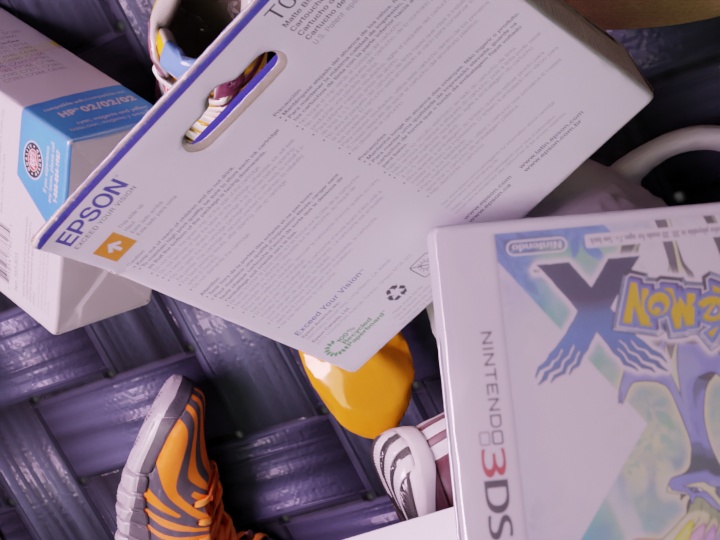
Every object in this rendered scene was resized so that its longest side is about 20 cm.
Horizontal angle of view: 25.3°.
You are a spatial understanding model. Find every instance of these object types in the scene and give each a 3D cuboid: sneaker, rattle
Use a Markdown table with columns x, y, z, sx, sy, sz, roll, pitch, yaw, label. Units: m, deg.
| x | y | z | sx | sy | sz | roll | pitch | yaw | label |
| --- | --- | --- | --- | --- | --- | --- | --- | --- | --- |
| -0.088 | 0.151 | 0.973 | 0.111 | 0.078 | 0.201 | 18 | 132 | 5 | sneaker |
| 0.085 | 0.139 | 0.902 | 0.115 | 0.076 | 0.201 | -30 | 137 | -8 | sneaker |
| 0.000 | 0.000 | 0.781 | 0.200 | 0.129 | 0.144 | -30 | 67 | 58 | rattle |
| -0.080 | -0.099 | 0.822 | 0.074 | 0.090 | 0.202 | 15 | 120 | 12 | sneaker |

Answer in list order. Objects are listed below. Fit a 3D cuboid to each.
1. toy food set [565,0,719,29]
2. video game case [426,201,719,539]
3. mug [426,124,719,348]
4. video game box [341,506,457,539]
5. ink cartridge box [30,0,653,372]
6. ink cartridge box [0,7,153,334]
| x | y | z | sx | sy | sz | roll | pitch | yaw | label |
| --- | --- | --- | --- | --- | --- | --- | --- | --- | --- |
| 0.100 | -0.149 | 0.687 | 0.198 | 0.198 | 0.049 | 0 | 83 | 28 | toy food set |
| 0.135 | 0.064 | 0.684 | 0.198 | 0.022 | 0.184 | -5 | 81 | -5 | video game case |
| 0.137 | 0.018 | 0.787 | 0.200 | 0.148 | 0.176 | -42 | 99 | 0 | mug |
| 0.066 | 0.185 | 0.810 | 0.181 | 0.047 | 0.199 | 29 | 146 | -28 | video game box |
| -0.007 | -0.055 | 0.665 | 0.199 | 0.041 | 0.199 | -43 | 139 | 21 | ink cartridge box |
| -0.195 | -0.068 | 0.867 | 0.199 | 0.068 | 0.116 | 33 | 127 | 33 | ink cartridge box |
